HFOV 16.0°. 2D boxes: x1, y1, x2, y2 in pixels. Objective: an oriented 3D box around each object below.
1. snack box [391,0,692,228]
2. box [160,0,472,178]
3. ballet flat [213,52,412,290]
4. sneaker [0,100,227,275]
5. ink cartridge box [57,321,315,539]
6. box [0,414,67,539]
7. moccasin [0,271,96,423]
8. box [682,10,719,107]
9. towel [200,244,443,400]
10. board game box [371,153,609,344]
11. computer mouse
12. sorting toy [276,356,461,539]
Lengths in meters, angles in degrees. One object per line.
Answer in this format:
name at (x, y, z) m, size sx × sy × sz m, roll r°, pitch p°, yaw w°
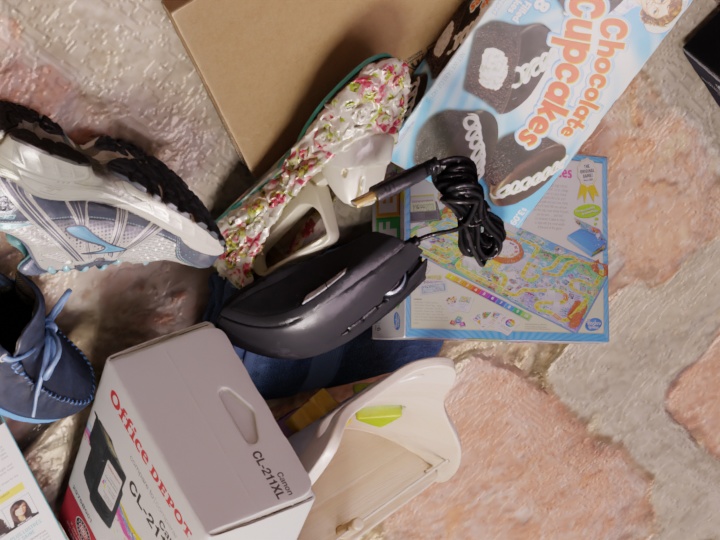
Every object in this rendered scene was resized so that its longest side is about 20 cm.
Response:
snack box at (0.111, -0.134, 1.641) m, size 0.116 × 0.037 × 0.200 m, roll 26°, pitch 113°, yaw -26°
box at (-0.011, -0.163, 1.599) m, size 0.199 × 0.021 × 0.164 m, roll -32°, pitch 139°, yaw -5°
ballet flat at (-0.023, -0.053, 1.627) m, size 0.075 × 0.064 × 0.200 m, roll -6°, pitch 147°, yaw -49°
sneaker at (-0.172, -0.036, 1.558) m, size 0.199 × 0.078 × 0.086 m, roll 23°, pitch 111°, yaw -38°
ink cartridge box at (-0.118, 0.153, 1.665) m, size 0.082 × 0.146 × 0.200 m, roll -18°, pitch 151°, yaw -28°
box at (-0.252, 0.150, 1.664) m, size 0.082 × 0.049 × 0.200 m, roll -33°, pitch 139°, yaw -13°
moccasin at (-0.219, 0.037, 1.559) m, size 0.068 × 0.081 × 0.200 m, roll -27°, pitch 147°, yaw 21°
box at (0.369, -0.152, 1.871) m, size 0.197 × 0.117 × 0.200 m, roll -44°, pitch 140°, yaw 0°
towel at (-0.021, 0.036, 1.761) m, size 0.199 × 0.049 × 0.112 m, roll -10°, pitch 131°, yaw -35°
board game box at (0.092, -0.018, 1.764) m, size 0.199 × 0.034 × 0.135 m, roll 3°, pitch 85°, yaw -41°
computer mouse at (0.000, 0.000, 1.613) m, size 0.199 × 0.046 × 0.141 m, roll -22°, pitch 152°, yaw -2°
sorting toy at (-0.011, 0.122, 1.732) m, size 0.200 × 0.107 × 0.180 m, roll -33°, pitch 171°, yaw -32°
